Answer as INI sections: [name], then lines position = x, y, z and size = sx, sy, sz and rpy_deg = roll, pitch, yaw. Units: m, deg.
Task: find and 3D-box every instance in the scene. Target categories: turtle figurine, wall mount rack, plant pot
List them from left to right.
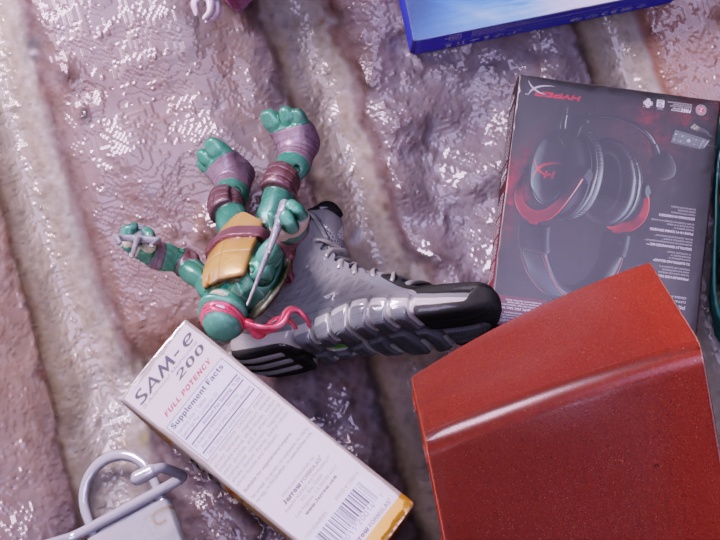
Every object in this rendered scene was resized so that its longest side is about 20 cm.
[wall mount rack]
position = -0.178, 0.224, 1.656
size = 0.173, 0.075, 0.201
rpy_deg = -29, 69, 12
[turtle figurine]
position = -0.088, -0.020, 1.650
size = 0.149, 0.101, 0.201
rpy_deg = -8, 40, 20
[plant pot]
position = 0.131, 0.130, 1.542
size = 0.175, 0.200, 0.201
rpy_deg = -11, 105, 1

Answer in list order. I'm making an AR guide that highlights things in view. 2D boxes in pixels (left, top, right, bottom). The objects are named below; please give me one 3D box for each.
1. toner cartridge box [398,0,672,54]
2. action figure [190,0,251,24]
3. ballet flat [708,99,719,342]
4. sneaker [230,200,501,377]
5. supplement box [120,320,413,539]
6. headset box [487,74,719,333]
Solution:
[toner cartridge box]
position = 0.124, -0.225, 1.756
size = 0.198, 0.043, 0.096
rpy_deg = -12, 83, -3
[action figure]
position = -0.103, -0.255, 1.677
size = 0.134, 0.200, 0.149
rpy_deg = 39, 89, 10
[ballet flat]
position = 0.280, -0.040, 1.714
size = 0.067, 0.070, 0.202
rpy_deg = 1, 80, 5
[sneaker]
position = 0.000, 0.000, 1.684
size = 0.198, 0.075, 0.116
rpy_deg = -10, 64, 19
[supplement box]
position = -0.062, 0.128, 1.657
size = 0.200, 0.126, 0.074
rpy_deg = 39, 84, 6
[headset box]
position = 0.168, -0.024, 1.708
size = 0.147, 0.075, 0.202
rpy_deg = 8, 81, 1
